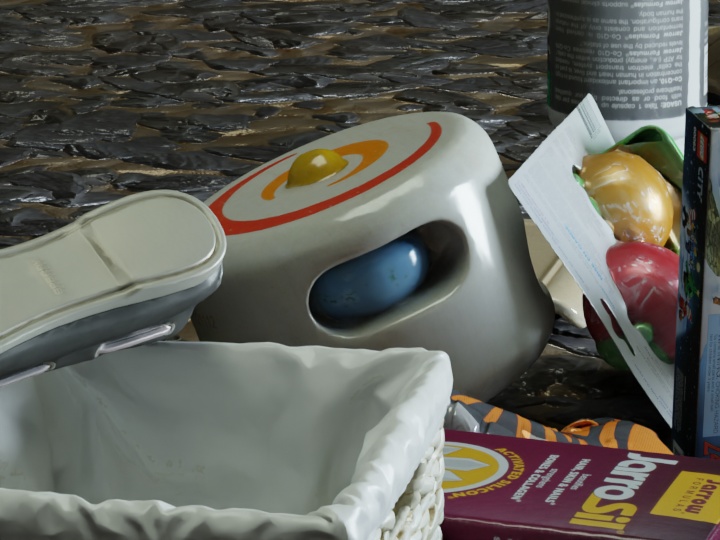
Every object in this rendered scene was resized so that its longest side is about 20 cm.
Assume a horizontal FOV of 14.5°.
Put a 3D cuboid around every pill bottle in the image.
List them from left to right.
[{"bbox_3d":[0.187,-0.154,1.980,0.113,0.200,0.113,-1,15,0],"label":"pill bottle"}]

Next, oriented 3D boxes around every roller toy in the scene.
[{"bbox_3d":[0.000,0.000,1.478,0.182,0.140,0.200,-11,19,34],"label":"roller toy"}]

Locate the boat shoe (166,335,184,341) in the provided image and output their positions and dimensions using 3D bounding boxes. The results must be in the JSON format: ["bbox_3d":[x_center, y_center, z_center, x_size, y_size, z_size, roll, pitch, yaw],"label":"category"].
[{"bbox_3d":[-0.151,0.055,1.478,0.067,0.057,0.200,-15,6,33],"label":"boat shoe"}]

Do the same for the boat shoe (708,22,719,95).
[{"bbox_3d":[0.307,-0.169,2.268,0.065,0.072,0.200,-19,18,-36],"label":"boat shoe"}]

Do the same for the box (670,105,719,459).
[{"bbox_3d":[0.224,0.015,1.376,0.136,0.200,0.038,-5,21,-11],"label":"box"}]

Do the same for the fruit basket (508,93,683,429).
[{"bbox_3d":[0.147,0.007,1.516,0.094,0.185,0.200,-32,6,28],"label":"fruit basket"}]

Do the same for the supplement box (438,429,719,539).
[{"bbox_3d":[0.064,0.127,1.204,0.200,0.086,0.110,5,16,20],"label":"supplement box"}]

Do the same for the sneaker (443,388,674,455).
[{"bbox_3d":[0.068,0.095,1.332,0.200,0.078,0.112,27,17,15],"label":"sneaker"}]

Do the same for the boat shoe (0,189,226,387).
[{"bbox_3d":[-0.143,0.021,1.099,0.200,0.057,0.067,-14,55,-29],"label":"boat shoe"}]

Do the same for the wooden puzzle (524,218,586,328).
[{"bbox_3d":[0.058,-0.001,1.766,0.200,0.037,0.185,8,17,13],"label":"wooden puzzle"}]

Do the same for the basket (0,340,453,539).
[{"bbox_3d":[-0.076,0.126,1.080,0.200,0.161,0.198,3,16,12],"label":"basket"}]
